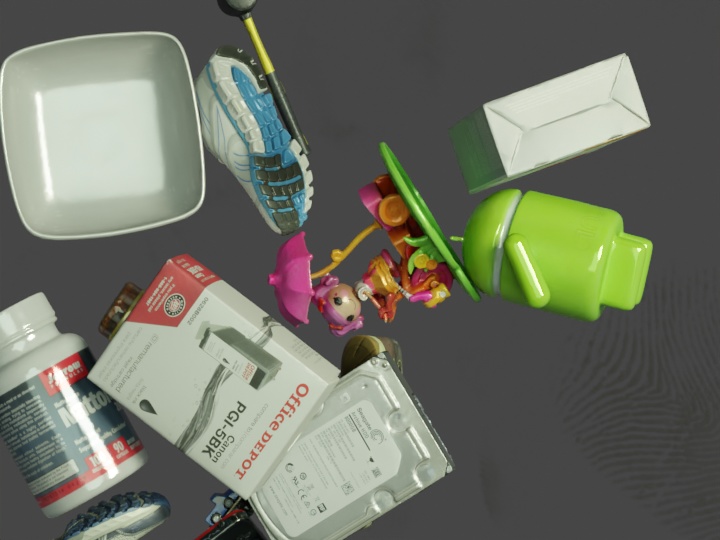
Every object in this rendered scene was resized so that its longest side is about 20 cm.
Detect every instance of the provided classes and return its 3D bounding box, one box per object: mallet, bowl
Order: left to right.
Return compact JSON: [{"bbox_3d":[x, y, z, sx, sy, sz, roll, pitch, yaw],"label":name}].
[{"bbox_3d":[-0.263,-0.134,1.716,0.197,0.075,0.202,-8,88,-8],"label":"bowl"},{"bbox_3d":[-0.100,-0.214,1.763,0.041,0.066,0.202,-24,105,-9],"label":"mallet"}]

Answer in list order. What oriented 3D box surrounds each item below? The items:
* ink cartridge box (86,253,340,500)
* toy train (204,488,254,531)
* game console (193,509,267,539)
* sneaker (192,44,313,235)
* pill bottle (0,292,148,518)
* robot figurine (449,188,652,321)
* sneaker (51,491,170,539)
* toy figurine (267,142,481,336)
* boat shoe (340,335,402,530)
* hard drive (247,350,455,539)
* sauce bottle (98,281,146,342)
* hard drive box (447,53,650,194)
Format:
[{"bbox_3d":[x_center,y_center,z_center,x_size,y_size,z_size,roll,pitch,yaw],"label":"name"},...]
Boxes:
[{"bbox_3d":[-0.140,0.102,1.638,0.199,0.083,0.147,36,97,3],"label":"ink cartridge box"},{"bbox_3d":[-0.100,0.197,1.743,0.046,0.034,0.201,36,84,-1],"label":"toy train"},{"bbox_3d":[-0.152,0.361,1.692,0.199,0.173,0.119,-37,66,-8],"label":"game console"},{"bbox_3d":[-0.117,-0.124,1.731,0.075,0.086,0.202,-14,78,-45],"label":"sneaker"},{"bbox_3d":[-0.307,0.131,1.676,0.119,0.120,0.201,-29,91,-7],"label":"pill bottle"},{"bbox_3d":[0.193,-0.017,1.719,0.198,0.175,0.117,14,102,15],"label":"robot figurine"},{"bbox_3d":[-0.273,0.295,1.706,0.199,0.077,0.086,-29,101,0],"label":"sneaker"},{"bbox_3d":[0.000,0.000,1.737,0.183,0.150,0.201,-33,116,6],"label":"toy figurine"},{"bbox_3d":[0.017,0.167,1.741,0.064,0.073,0.203,-2,101,-42],"label":"boat shoe"},{"bbox_3d":[-0.022,0.191,1.687,0.199,0.038,0.141,-32,85,9],"label":"hard drive"},{"bbox_3d":[-0.172,0.090,1.723,0.199,0.066,0.066,33,84,-5],"label":"sauce bottle"},{"bbox_3d":[0.186,-0.145,1.709,0.154,0.200,0.078,-20,91,-7],"label":"hard drive box"}]
